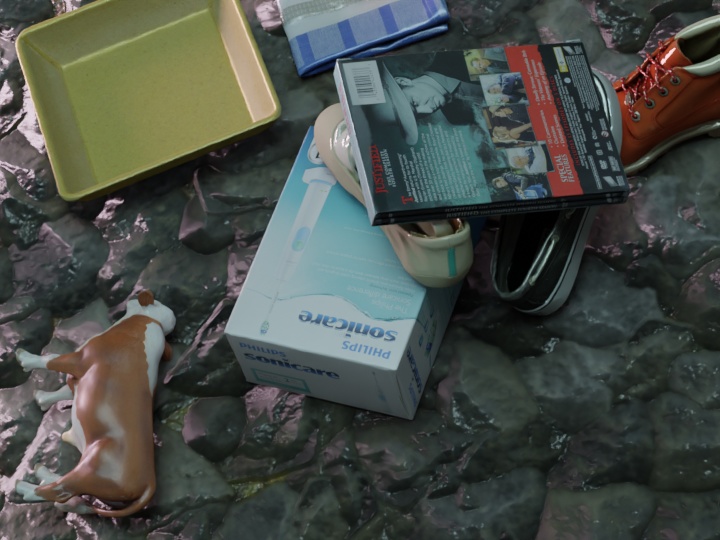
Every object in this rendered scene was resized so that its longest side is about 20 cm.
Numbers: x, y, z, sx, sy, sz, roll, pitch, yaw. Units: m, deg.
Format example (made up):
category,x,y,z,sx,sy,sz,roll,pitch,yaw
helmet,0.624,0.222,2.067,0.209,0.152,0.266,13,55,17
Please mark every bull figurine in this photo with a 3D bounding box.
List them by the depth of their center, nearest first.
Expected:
category,x,y,z,sx,sy,sz,roll,pitch,yaw
bull figurine,-0.205,0.104,1.721,0.121,0.065,0.200,-11,54,12

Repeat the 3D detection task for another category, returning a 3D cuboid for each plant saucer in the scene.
category,x,y,z,sx,sy,sz,roll,pitch,yaw
plant saucer,-0.181,-0.157,1.889,0.200,0.048,0.200,-22,56,0

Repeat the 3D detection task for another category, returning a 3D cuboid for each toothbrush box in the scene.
category,x,y,z,sx,sy,sz,roll,pitch,yaw
toothbrush box,0.000,0.000,1.720,0.146,0.085,0.200,11,61,18

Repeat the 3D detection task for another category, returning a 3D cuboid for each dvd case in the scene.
category,x,y,z,sx,sy,sz,roll,pitch,yaw
dvd case,0.090,-0.105,1.649,0.199,0.022,0.146,-6,59,-15

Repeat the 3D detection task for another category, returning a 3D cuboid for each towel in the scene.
category,x,y,z,sx,sy,sz,roll,pitch,yaw
towel,-0.009,-0.269,1.932,0.146,0.024,0.200,-18,56,4

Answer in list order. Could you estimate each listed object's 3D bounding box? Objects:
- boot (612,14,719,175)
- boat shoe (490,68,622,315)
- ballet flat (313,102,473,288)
category,x,y,z,sx,sy,sz,roll,pitch,yaw
boot,0.230,-0.141,1.741,0.200,0.107,0.075,-23,58,2
boat shoe,0.150,-0.066,1.696,0.071,0.064,0.201,8,81,35
ballet flat,0.024,-0.073,1.671,0.069,0.070,0.200,-33,59,-8
